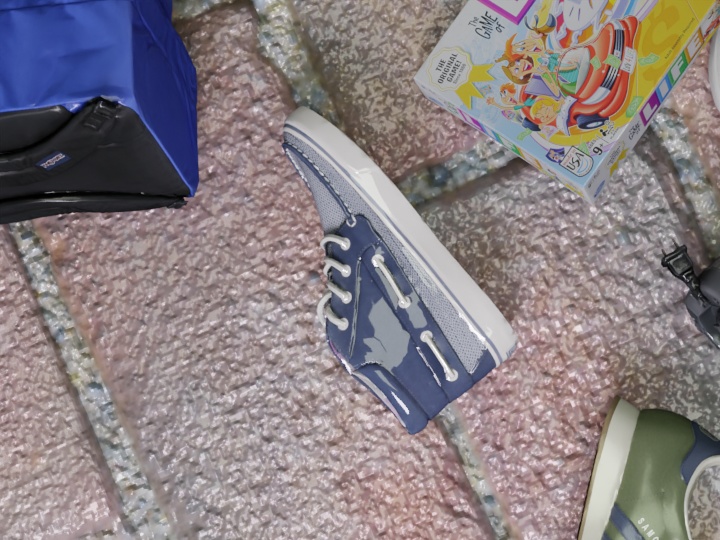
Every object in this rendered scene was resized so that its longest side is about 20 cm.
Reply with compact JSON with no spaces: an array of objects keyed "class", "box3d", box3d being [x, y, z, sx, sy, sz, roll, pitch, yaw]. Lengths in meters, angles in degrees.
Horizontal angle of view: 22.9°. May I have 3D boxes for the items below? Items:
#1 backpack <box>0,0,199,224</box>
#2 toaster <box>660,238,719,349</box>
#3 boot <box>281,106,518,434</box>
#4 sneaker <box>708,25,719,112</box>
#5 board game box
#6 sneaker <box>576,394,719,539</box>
[{"class":"backpack","box3d":[-0.208,-0.114,1.058,0.198,0.163,0.170,-8,64,9]},{"class":"toaster","box3d":[0.287,0.024,1.052,0.129,0.114,0.200,-42,81,-6]},{"class":"boot","box3d":[0.000,0.000,1.079,0.090,0.073,0.200,-41,86,-8]},{"class":"sneaker","box3d":[0.275,-0.181,1.080,0.075,0.088,0.201,27,87,2]},{"class":"board game box","box3d":[0.144,-0.160,1.089,0.134,0.034,0.201,34,87,23]},{"class":"sneaker","box3d":[0.169,0.182,1.060,0.089,0.067,0.202,13,82,8]}]
